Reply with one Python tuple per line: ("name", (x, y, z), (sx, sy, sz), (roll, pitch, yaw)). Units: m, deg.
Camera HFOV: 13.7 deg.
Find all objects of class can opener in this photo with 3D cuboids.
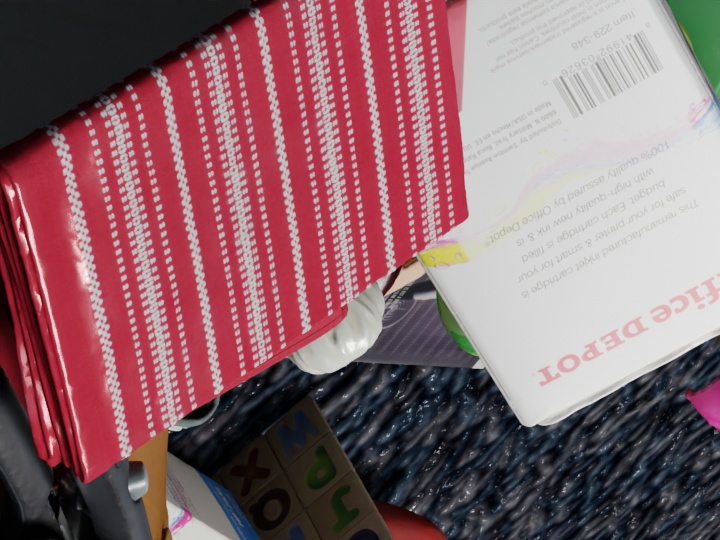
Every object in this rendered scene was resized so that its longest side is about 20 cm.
("can opener", (-0.112, 0.071, 1.106), (0.063, 0.079, 0.200), (-20, 139, -11))

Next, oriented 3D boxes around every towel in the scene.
("towel", (-0.043, -0.028, 1.054), (0.200, 0.022, 0.145), (-34, 136, -28))

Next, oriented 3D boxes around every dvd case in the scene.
("dvd case", (0.053, -0.007, 1.592), (0.200, 0.016, 0.149), (6, 130, -52))

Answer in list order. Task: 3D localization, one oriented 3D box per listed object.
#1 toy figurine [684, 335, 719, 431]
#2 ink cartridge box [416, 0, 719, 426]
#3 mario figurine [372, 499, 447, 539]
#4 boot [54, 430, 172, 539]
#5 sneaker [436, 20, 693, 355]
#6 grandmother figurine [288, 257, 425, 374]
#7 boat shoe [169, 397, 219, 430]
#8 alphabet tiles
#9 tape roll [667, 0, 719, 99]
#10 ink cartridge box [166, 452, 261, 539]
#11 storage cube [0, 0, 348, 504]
("toy figurine", (0.202, 0.002, 1.569), (0.150, 0.184, 0.200), (11, 117, -55))
("ink cartridge box", (0.084, -0.054, 1.301), (0.147, 0.086, 0.200), (-27, 118, 8))
("mario figurine", (-0.032, 0.212, 1.724), (0.200, 0.124, 0.106), (-31, 140, -3))
("boot", (-0.115, 0.118, 1.305), (0.076, 0.156, 0.200), (-1, 150, -8))
("sneaker", (0.080, -0.045, 1.408), (0.083, 0.074, 0.200), (-14, 140, -49))
("grandmother figurine", (0.000, 0.000, 1.400), (0.121, 0.060, 0.200), (-56, -179, 19))
("boat shoe", (-0.111, 0.026, 1.374), (0.200, 0.062, 0.073), (65, 42, -67))
("alphabet tiles", (-0.072, 0.180, 1.580), (0.200, 0.167, 0.008), (-41, 132, 8))
("tape roll", (0.208, -0.143, 1.464), (0.200, 0.048, 0.201), (-47, 166, -15))
("ink cartridge box", (-0.144, 0.137, 1.511), (0.116, 0.067, 0.200), (-41, 143, 7))
("storage cube", (-0.125, -0.046, 1.158), (0.200, 0.171, 0.180), (-30, 150, -12))
